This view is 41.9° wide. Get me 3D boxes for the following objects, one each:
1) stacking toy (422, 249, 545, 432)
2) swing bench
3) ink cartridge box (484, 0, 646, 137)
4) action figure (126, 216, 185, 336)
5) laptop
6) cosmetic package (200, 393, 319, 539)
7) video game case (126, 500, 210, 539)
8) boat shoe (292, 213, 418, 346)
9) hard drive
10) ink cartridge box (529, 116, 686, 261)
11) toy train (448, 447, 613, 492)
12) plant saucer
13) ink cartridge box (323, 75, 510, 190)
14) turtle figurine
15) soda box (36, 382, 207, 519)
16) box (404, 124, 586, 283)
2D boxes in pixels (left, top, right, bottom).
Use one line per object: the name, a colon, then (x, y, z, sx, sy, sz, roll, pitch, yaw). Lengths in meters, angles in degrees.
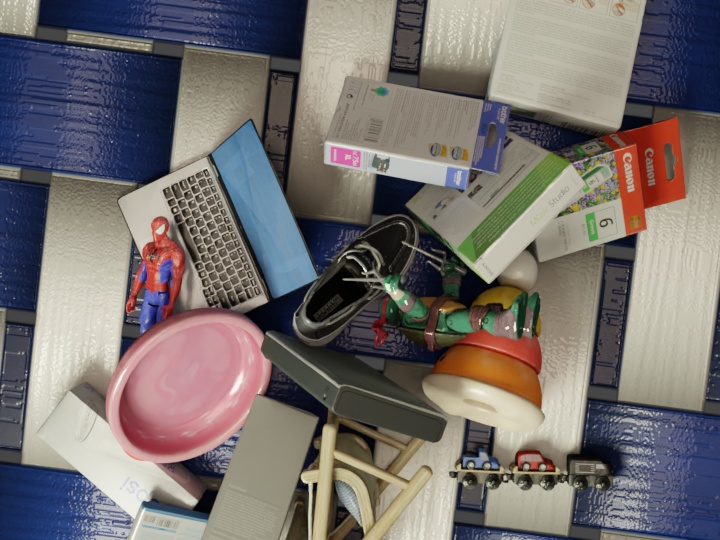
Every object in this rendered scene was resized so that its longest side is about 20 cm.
stacking toy: (0.162, 0.072, 1.085, 0.143, 0.146, 0.204, 19, 73, 0)
swing bench: (-0.016, 0.267, 1.038, 0.127, 0.199, 0.204, 23, 91, 0)
ink cartridge box: (0.243, -0.273, 1.103, 0.156, 0.047, 0.205, 14, 81, 1)
action figure: (-0.236, 0.039, 1.091, 0.064, 0.051, 0.205, 10, 99, 28)
laptop: (-0.168, -0.038, 1.072, 0.197, 0.116, 0.191, -24, 91, 1)
cosmetic package: (-0.117, 0.255, 1.043, 0.089, 0.107, 0.203, 22, 61, 1)
video game case: (-0.222, 0.372, 1.091, 0.141, 0.018, 0.204, 19, 101, -27)
boat shoe: (0.000, 0.000, 1.062, 0.072, 0.068, 0.199, 44, 66, 10)
hard drive: (-0.013, 0.122, 1.012, 0.138, 0.199, 0.034, 21, 92, -30)
ink cartridge box: (0.283, -0.094, 1.078, 0.196, 0.051, 0.111, -16, 116, 2)
toy train: (0.203, 0.236, 1.116, 0.195, 0.034, 0.047, 1, 88, 0)
plant saucer: (-0.196, 0.123, 1.064, 0.201, 0.200, 0.051, -48, 48, 1)
ink cartridge box: (0.065, -0.154, 1.062, 0.195, 0.042, 0.121, 10, 50, 8)
turtle figurine: (0.087, 0.036, 1.012, 0.196, 0.149, 0.103, 9, 110, 23)
soda box: (-0.279, 0.224, 1.106, 0.199, 0.063, 0.069, 41, 93, -1)
box: (0.141, -0.082, 1.029, 0.144, 0.200, 0.036, -45, 117, 2)
